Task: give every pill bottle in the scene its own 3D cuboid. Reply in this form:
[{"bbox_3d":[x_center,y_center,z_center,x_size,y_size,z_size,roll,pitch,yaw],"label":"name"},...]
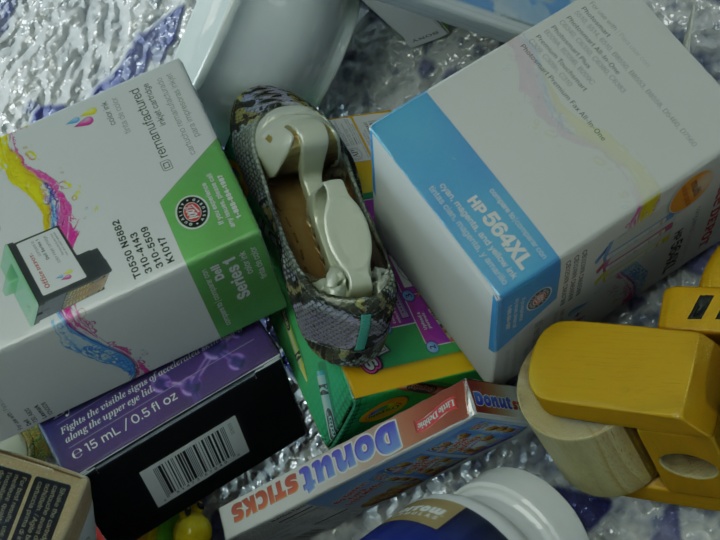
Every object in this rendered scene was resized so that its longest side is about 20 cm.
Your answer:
[{"bbox_3d":[0.033,0.190,0.814,0.115,0.199,0.117,21,124,35],"label":"pill bottle"}]

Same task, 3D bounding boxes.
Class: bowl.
[{"bbox_3d":[-0.059,-0.162,1.020,0.202,0.089,0.202,-59,16,30],"label":"bowl"}]

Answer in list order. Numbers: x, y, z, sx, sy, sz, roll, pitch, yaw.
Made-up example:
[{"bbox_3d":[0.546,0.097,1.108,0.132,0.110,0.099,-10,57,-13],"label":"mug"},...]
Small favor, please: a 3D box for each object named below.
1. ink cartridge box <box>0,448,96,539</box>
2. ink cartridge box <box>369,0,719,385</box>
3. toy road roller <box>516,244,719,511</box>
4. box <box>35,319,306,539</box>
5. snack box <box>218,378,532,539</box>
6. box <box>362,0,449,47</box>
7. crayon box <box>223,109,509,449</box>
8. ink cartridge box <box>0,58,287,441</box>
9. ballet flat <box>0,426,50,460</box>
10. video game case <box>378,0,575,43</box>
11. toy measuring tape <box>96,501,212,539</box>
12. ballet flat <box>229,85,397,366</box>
[{"bbox_3d":[-0.207,0.220,0.872,0.074,0.201,0.166,14,57,3],"label":"ink cartridge box"},{"bbox_3d":[0.120,-0.054,0.862,0.199,0.129,0.126,-32,66,-12],"label":"ink cartridge box"},{"bbox_3d":[0.197,0.047,0.834,0.197,0.123,0.148,2,60,27],"label":"toy road roller"},{"bbox_3d":[-0.147,0.045,0.964,0.147,0.105,0.201,-31,58,-11],"label":"box"},{"bbox_3d":[0.009,0.117,0.903,0.199,0.071,0.025,-31,63,32],"label":"snack box"},{"bbox_3d":[0.008,-0.268,1.011,0.036,0.144,0.203,-13,69,24],"label":"box"},{"bbox_3d":[0.000,0.000,0.941,0.202,0.117,0.058,65,148,27],"label":"crayon box"},{"bbox_3d":[-0.163,-0.011,0.888,0.198,0.084,0.146,-25,57,-5],"label":"ink cartridge box"},{"bbox_3d":[-0.282,0.140,1.072,0.199,0.071,0.071,-30,63,19],"label":"ballet flat"},{"bbox_3d":[0.071,-0.238,0.952,0.022,0.198,0.185,-21,60,58],"label":"video game case"},{"bbox_3d":[-0.176,0.153,1.019,0.198,0.073,0.075,3,75,36],"label":"toy measuring tape"},{"bbox_3d":[-0.024,-0.044,0.880,0.072,0.072,0.202,-30,59,16],"label":"ballet flat"}]
